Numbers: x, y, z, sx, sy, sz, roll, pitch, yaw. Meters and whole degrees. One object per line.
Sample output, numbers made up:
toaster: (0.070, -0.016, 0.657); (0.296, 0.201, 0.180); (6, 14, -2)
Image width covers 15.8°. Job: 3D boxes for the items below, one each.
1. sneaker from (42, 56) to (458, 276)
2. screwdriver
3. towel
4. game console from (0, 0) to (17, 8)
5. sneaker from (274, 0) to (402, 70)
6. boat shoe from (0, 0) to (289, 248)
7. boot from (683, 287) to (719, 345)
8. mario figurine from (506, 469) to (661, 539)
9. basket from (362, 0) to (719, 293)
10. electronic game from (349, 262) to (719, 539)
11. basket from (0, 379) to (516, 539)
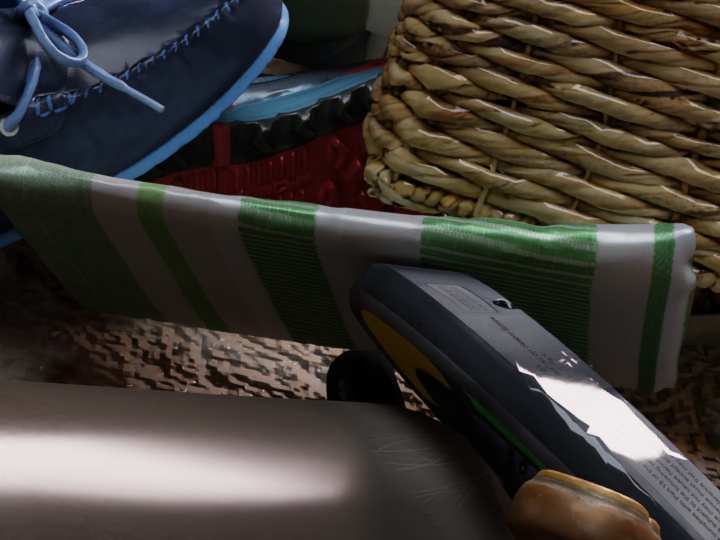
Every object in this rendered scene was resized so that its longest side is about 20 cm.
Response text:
sneaker: (-0.040, -0.054, 0.928); (0.200, 0.079, 0.096); (-8, 37, -33)
screwdriver: (0.016, 0.085, 0.778); (0.029, 0.028, 0.200); (-20, 34, -1)
towel: (0.000, 0.000, 0.782); (0.200, 0.023, 0.153); (8, -13, 7)
game console: (-0.184, -0.117, 0.923); (0.118, 0.171, 0.200); (49, 33, 3)
sneaker: (-0.027, -0.112, 0.970); (0.090, 0.067, 0.200); (8, 0, -5)
boat shoe: (-0.114, -0.052, 0.818); (0.200, 0.069, 0.084); (-35, 31, -15)
boot: (0.149, 0.008, 0.912); (0.155, 0.072, 0.200); (23, 28, 20)
mario figurine: (0.037, 0.148, 0.550); (0.123, 0.200, 0.106); (15, -11, 45)
basket: (0.115, -0.084, 0.823); (0.200, 0.149, 0.143); (15, 21, 2)
electronic game: (0.070, 0.072, 0.707); (0.042, 0.200, 0.200); (-44, 54, -5)
basket: (-0.062, 0.094, 0.622); (0.200, 0.180, 0.136); (-4, 45, -43)
